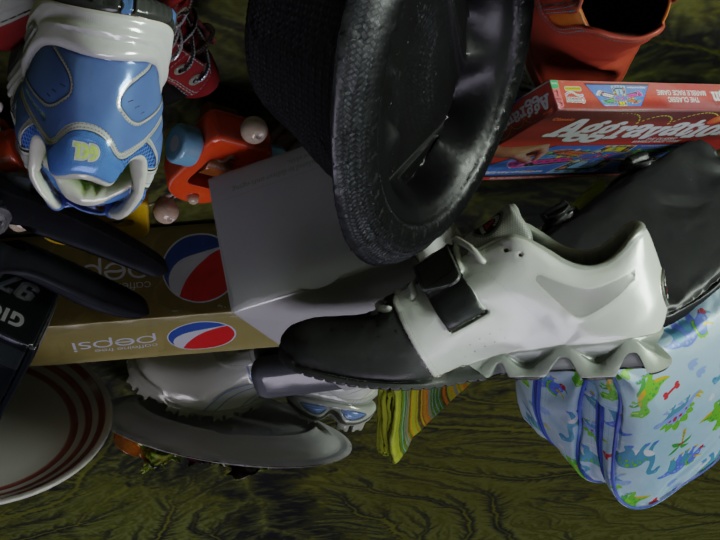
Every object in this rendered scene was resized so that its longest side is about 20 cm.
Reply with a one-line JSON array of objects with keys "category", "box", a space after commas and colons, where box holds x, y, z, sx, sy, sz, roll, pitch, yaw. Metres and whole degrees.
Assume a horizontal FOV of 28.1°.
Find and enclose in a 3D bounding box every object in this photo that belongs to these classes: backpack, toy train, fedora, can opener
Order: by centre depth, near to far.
[{"category": "fedora", "box": [0.007, -0.105, 0.677, 0.091, 0.201, 0.201, 22, 165, 25]}, {"category": "can opener", "box": [-0.175, -0.018, 0.775, 0.200, 0.079, 0.064, 19, 103, -50]}, {"category": "toy train", "box": [-0.150, -0.069, 0.795, 0.199, 0.056, 0.150, 8, 148, -33]}, {"category": "backpack", "box": [0.165, 0.048, 0.870, 0.163, 0.154, 0.200, -32, 159, -27]}, {"category": "can opener", "box": [0.019, 0.041, 1.005, 0.199, 0.053, 0.067, -8, 125, 6]}]

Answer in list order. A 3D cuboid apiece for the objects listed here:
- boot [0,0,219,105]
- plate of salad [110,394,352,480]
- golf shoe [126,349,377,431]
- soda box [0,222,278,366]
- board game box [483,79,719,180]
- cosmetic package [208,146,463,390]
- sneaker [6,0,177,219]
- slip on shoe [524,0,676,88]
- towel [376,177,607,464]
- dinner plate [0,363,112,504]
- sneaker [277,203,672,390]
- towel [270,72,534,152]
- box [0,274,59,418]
[{"category": "boot", "box": [-0.084, -0.125, 0.650, 0.199, 0.073, 0.144, -7, 160, 39]}, {"category": "plate of salad", "box": [-0.106, 0.131, 1.119, 0.199, 0.048, 0.200, 9, -174, -1]}, {"category": "golf shoe", "box": [-0.074, 0.060, 1.082, 0.199, 0.078, 0.098, 4, 127, -21]}, {"category": "soda box", "box": [-0.137, 0.015, 0.948, 0.199, 0.068, 0.064, -5, 155, -4]}, {"category": "board game box", "box": [0.146, -0.079, 0.822, 0.199, 0.020, 0.103, -5, 163, -38]}, {"category": "cosmetic package", "box": [0.000, 0.000, 0.847, 0.107, 0.085, 0.200, -17, 158, 11]}, {"category": "sneaker", "box": [-0.125, -0.060, 0.636, 0.075, 0.077, 0.200, 8, 170, -8]}, {"category": "slip on shoe", "box": [0.122, -0.134, 0.718, 0.074, 0.061, 0.200, -6, 156, -8]}, {"category": "towel", "box": [0.082, 0.029, 0.864, 0.200, 0.018, 0.086, -41, 154, -26]}, {"category": "dinner plate", "box": [-0.267, 0.101, 0.963, 0.199, 0.200, 0.024, 1, 121, -16]}, {"category": "sneaker", "box": [0.055, 0.011, 0.731, 0.199, 0.089, 0.074, -5, -167, -1]}, {"category": "towel", "box": [0.011, -0.065, 0.861, 0.132, 0.035, 0.200, 8, 151, -28]}, {"category": "box", "box": [-0.292, 0.018, 0.858, 0.199, 0.046, 0.159, 26, 146, -12]}]
